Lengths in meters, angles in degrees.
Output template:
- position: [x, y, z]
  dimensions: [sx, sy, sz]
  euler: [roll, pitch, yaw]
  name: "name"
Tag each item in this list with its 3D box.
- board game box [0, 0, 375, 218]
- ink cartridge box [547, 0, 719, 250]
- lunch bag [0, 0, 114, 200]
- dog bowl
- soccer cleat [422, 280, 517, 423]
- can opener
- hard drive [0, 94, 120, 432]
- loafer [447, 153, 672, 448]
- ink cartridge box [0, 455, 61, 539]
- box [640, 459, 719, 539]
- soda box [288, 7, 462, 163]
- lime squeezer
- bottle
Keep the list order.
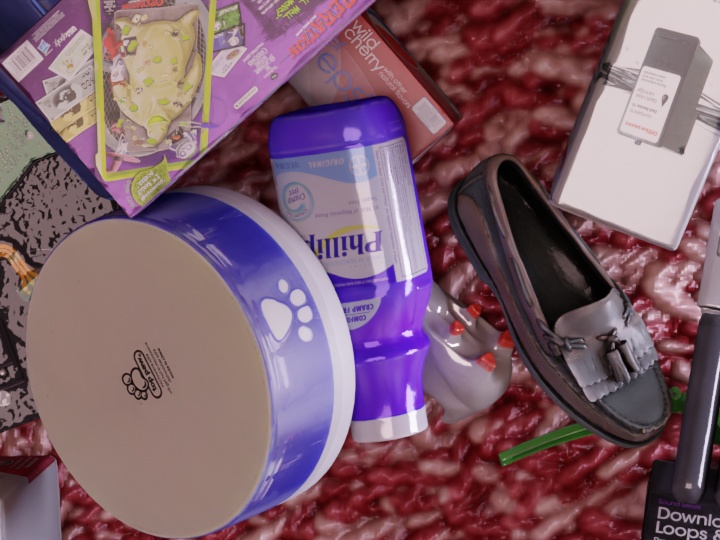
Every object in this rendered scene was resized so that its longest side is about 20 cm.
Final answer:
- position: [-0.095, -0.139, 1.507]
  dimensions: [0.200, 0.032, 0.120]
  euler: [-40, 89, 14]
  name: "board game box"
- position: [0.186, -0.124, 1.589]
  dimensions: [0.083, 0.147, 0.201]
  euler: [22, 101, 2]
  name: "ink cartridge box"
- position: [-0.164, -0.150, 1.607]
  dimensions: [0.200, 0.136, 0.132]
  euler: [48, 64, -1]
  name: "lunch bag"
- position: [-0.104, 0.055, 1.598]
  dimensions: [0.199, 0.079, 0.202]
  euler: [13, 111, 35]
  name: "dog bowl"
- position: [0.013, 0.011, 1.669]
  dimensions: [0.200, 0.069, 0.078]
  euler: [49, 132, 6]
  name: "soccer cleat"
- position: [0.227, 0.042, 1.627]
  dimensions: [0.053, 0.067, 0.202]
  euler: [9, 76, 8]
  name: "can opener"
- position: [-0.207, -0.012, 1.705]
  dimensions: [0.139, 0.038, 0.201]
  euler: [-21, 96, 9]
  name: "hard drive"
- position: [0.124, 0.018, 1.634]
  dimensions: [0.072, 0.063, 0.201]
  euler: [-32, 81, -25]
  name: "loafer"
- position: [-0.300, 0.201, 1.690]
  dimensions: [0.198, 0.145, 0.146]
  euler: [-1, 98, 8]
  name: "ink cartridge box"
- position: [0.234, 0.211, 1.617]
  dimensions: [0.142, 0.201, 0.036]
  euler: [9, 138, 5]
  name: "box"
- position: [-0.025, -0.147, 1.648]
  dimensions: [0.063, 0.070, 0.200]
  euler: [-40, 92, 11]
  name: "soda box"
- position: [0.189, 0.107, 1.670]
  dimensions: [0.198, 0.038, 0.071]
  euler: [10, 78, 10]
  name: "lime squeezer"
- position: [0.000, 0.000, 1.594]
  dimensions: [0.083, 0.065, 0.202]
  euler: [-6, 98, 28]
  name: "bottle"
